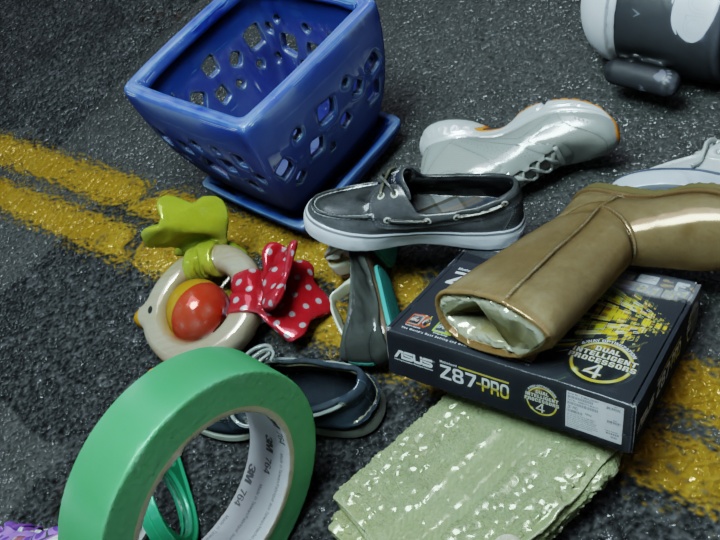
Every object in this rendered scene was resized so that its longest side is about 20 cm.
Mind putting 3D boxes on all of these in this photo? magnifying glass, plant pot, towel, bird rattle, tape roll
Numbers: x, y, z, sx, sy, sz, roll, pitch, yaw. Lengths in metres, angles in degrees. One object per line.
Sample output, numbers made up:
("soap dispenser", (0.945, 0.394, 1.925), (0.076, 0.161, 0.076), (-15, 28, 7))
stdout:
("magnifying glass", (-0.170, 0.155, 0.727), (0.022, 0.080, 0.201), (-26, 36, 5))
("plant pot", (-0.086, -0.165, 0.881), (0.198, 0.181, 0.201), (24, 64, 37))
("towel", (0.082, 0.162, 0.629), (0.199, 0.037, 0.148), (-41, 46, -12))
("bird rattle", (-0.133, 0.027, 0.823), (0.199, 0.113, 0.164), (35, 82, 27))
("tape roll", (-0.114, 0.157, 0.603), (0.048, 0.202, 0.201), (22, 62, 35))

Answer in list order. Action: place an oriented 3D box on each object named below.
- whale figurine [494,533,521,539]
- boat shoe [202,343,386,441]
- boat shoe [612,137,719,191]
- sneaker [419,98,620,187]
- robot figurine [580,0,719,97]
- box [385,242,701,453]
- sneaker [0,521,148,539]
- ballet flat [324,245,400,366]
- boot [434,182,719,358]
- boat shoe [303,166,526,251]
("whale figurine", (0.129, 0.249, 0.495), (0.159, 0.104, 0.199), (-40, 38, -13))
("boat shoe", (-0.077, 0.106, 0.727), (0.197, 0.062, 0.076), (2, 54, 25))
("boat shoe", (0.310, -0.082, 0.711), (0.198, 0.075, 0.087), (-2, 51, 19))
("sneaker", (0.146, -0.098, 0.807), (0.197, 0.076, 0.093), (-6, 56, 29))
("robot figurine", (0.312, -0.252, 0.824), (0.198, 0.127, 0.149), (24, 40, 37))
("box", (0.143, 0.046, 0.660), (0.198, 0.050, 0.161), (15, 36, 33))
("sneaker", (-0.269, 0.232, 0.696), (0.197, 0.081, 0.084), (-23, 40, 4))
("ballet flat", (0.000, 0.000, 0.784), (0.067, 0.068, 0.202), (-18, 46, 19))
("boot", (0.180, 0.003, 0.621), (0.173, 0.067, 0.199), (7, 30, 45))
("boat shoe", (0.044, -0.059, 0.734), (0.196, 0.067, 0.071), (6, 46, 13))
